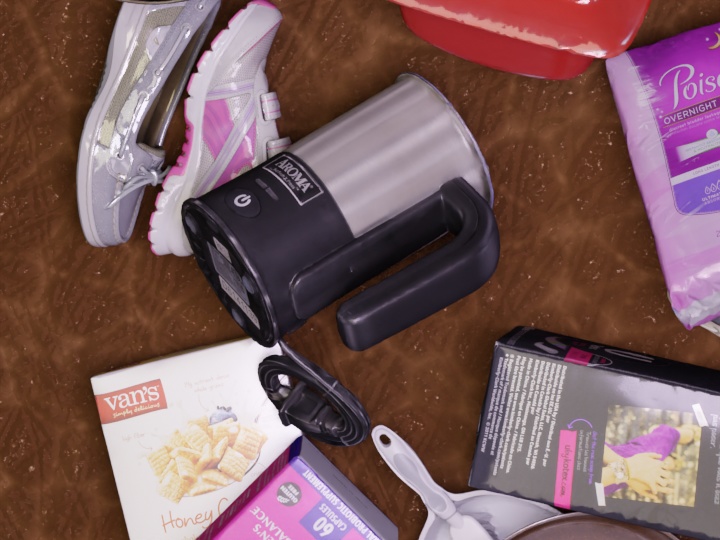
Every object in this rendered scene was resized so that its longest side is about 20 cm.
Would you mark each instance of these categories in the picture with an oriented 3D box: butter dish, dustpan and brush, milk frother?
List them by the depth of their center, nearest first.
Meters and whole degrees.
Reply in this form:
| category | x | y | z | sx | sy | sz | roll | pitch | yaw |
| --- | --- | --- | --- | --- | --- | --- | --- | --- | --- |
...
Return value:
| category | x | y | z | sx | sy | sz | roll | pitch | yaw |
| --- | --- | --- | --- | --- | --- | --- | --- | --- | --- |
| butter dish | 0.108 | -0.205 | 1.662 | 0.199 | 0.148 | 0.200 | 17 | 56 | 10 |
| milk frother | 0.000 | 0.000 | 1.692 | 0.188 | 0.200 | 0.181 | -31 | 66 | -17 |
| dustpan and brush | 0.077 | 0.188 | 1.734 | 0.140 | 0.057 | 0.200 | -39 | 87 | 11 |

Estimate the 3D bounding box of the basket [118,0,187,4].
| category | x | y | z | sx | sy | sz | roll | pitch | yaw |
| --- | --- | --- | --- | --- | --- | --- | --- | --- | --- |
| basket | -0.103 | -0.253 | 1.660 | 0.180 | 0.200 | 0.136 | -18 | 92 | 12 |

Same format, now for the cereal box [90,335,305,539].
| category | x | y | z | sx | sy | sz | roll | pitch | yaw |
| --- | --- | --- | --- | --- | --- | --- | --- | --- | --- |
| cereal box | -0.105 | 0.156 | 1.767 | 0.144 | 0.040 | 0.200 | -15 | 92 | 2 |

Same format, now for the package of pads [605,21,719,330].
| category | x | y | z | sx | sy | sz | roll | pitch | yaw |
| --- | --- | --- | --- | --- | --- | --- | --- | --- | --- |
| package of pads | 0.248 | -0.069 | 1.634 | 0.120 | 0.076 | 0.200 | -18 | 61 | 12 |

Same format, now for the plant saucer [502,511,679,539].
| category | x | y | z | sx | sy | sz | roll | pitch | yaw |
| --- | --- | --- | --- | --- | --- | --- | --- | --- | --- |
| plant saucer | 0.154 | 0.255 | 1.711 | 0.200 | 0.032 | 0.200 | -2 | 112 | -6 |

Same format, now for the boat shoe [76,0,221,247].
| category | x | y | z | sx | sy | sz | roll | pitch | yaw |
| --- | --- | --- | --- | --- | --- | --- | --- | --- | --- |
| boat shoe | -0.156 | -0.112 | 1.748 | 0.065 | 0.074 | 0.202 | 15 | 90 | 13 |

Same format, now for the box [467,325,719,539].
| category | x | y | z | sx | sy | sz | roll | pitch | yaw |
| --- | --- | --- | --- | --- | --- | --- | --- | --- | --- |
| box | 0.187 | 0.113 | 1.676 | 0.200 | 0.122 | 0.106 | 13 | 97 | 9 |

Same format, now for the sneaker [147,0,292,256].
| category | x | y | z | sx | sy | sz | roll | pitch | yaw |
| --- | --- | --- | --- | --- | --- | --- | --- | --- | --- |
| sneaker | -0.084 | -0.096 | 1.737 | 0.088 | 0.081 | 0.200 | 18 | 104 | 5 |

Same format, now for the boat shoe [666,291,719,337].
| category | x | y | z | sx | sy | sz | roll | pitch | yaw |
| --- | --- | --- | --- | --- | --- | --- | --- | --- | --- |
| boat shoe | 0.308 | 0.044 | 1.681 | 0.200 | 0.071 | 0.063 | 29 | 141 | 5 |

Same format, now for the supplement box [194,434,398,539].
| category | x | y | z | sx | sy | sz | roll | pitch | yaw |
| --- | --- | --- | --- | --- | --- | --- | --- | --- | --- |
| supplement box | -0.078 | 0.226 | 1.700 | 0.101 | 0.103 | 0.200 | 44 | 94 | -3 |
